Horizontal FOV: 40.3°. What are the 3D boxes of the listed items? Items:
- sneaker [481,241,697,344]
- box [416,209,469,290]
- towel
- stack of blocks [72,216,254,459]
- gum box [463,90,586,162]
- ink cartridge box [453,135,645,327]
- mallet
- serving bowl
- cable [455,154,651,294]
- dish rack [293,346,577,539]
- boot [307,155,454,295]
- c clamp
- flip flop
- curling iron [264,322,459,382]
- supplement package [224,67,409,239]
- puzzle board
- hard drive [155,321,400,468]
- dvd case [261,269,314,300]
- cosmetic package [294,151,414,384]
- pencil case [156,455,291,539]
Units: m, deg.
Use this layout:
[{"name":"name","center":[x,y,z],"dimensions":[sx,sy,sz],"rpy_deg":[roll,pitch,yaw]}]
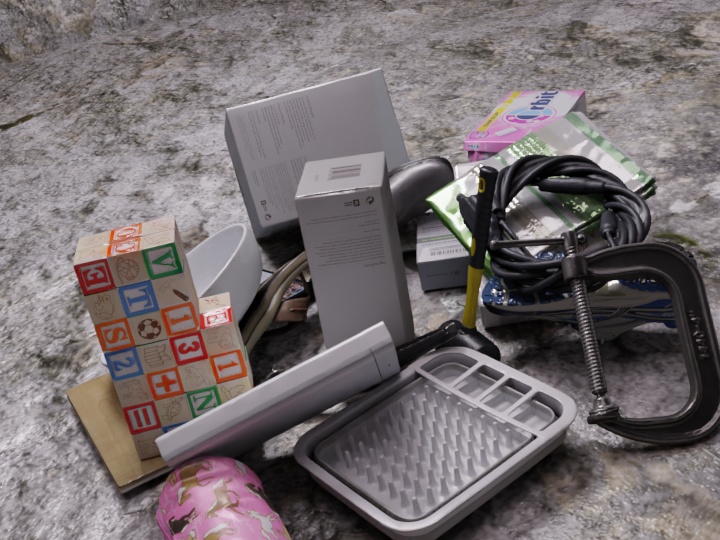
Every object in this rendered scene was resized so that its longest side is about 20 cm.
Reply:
[{"name":"sneaker","center":[0.214,0.034,0.924],"dimensions":[0.199,0.085,0.077],"rpy_deg":[-4,36,18]},{"name":"box","center":[0.145,-0.050,1.158],"dimensions":[0.155,0.041,0.200],"rpy_deg":[-7,29,7]},{"name":"towel","center":[0.187,-0.078,1.026],"dimensions":[0.199,0.031,0.149],"rpy_deg":[-31,49,-7]},{"name":"stack of blocks","center":[-0.166,0.058,0.868],"dimensions":[0.115,0.201,0.059],"rpy_deg":[-14,26,-4]},{"name":"gum box","center":[0.229,-0.182,1.349],"dimensions":[0.113,0.066,0.200],"rpy_deg":[5,32,28]},{"name":"ink cartridge box","center":[0.199,-0.044,1.038],"dimensions":[0.175,0.045,0.201],"rpy_deg":[-10,51,6]},{"name":"mallet","center":[0.111,0.007,0.897],"dimensions":[0.041,0.201,0.066],"rpy_deg":[-9,33,-30]},{"name":"serving bowl","center":[-0.171,0.043,1.002],"dimensions":[0.200,0.066,0.200],"rpy_deg":[-36,20,16]},{"name":"cable","center":[0.192,-0.044,0.934],"dimensions":[0.162,0.051,0.200],"rpy_deg":[-17,37,-13]},{"name":"dish rack","center":[0.063,0.145,0.814],"dimensions":[0.200,0.044,0.171],"rpy_deg":[-28,32,-29]},{"name":"boot","center":[0.030,-0.042,1.121],"dimensions":[0.200,0.070,0.132],"rpy_deg":[-31,32,13]},{"name":"c clamp","center":[0.214,0.053,0.821],"dimensions":[0.170,0.027,0.201],"rpy_deg":[-11,70,-5]},{"name":"flip flop","center":[-0.090,0.048,1.027],"dimensions":[0.081,0.058,0.200],"rpy_deg":[-34,18,45]},{"name":"curling iron","center":[-0.003,0.089,0.908],"dimensions":[0.199,0.050,0.026],"rpy_deg":[-20,15,11]},{"name":"supplement package","center":[-0.057,-0.144,1.250],"dimensions":[0.199,0.152,0.151],"rpy_deg":[-17,-1,-10]},{"name":"puzzle board","center":[-0.194,0.137,0.966],"dimensions":[0.150,0.017,0.200],"rpy_deg":[-22,29,-22]},{"name":"hard drive","center":[-0.061,0.111,0.821],"dimensions":[0.199,0.027,0.132],"rpy_deg":[-27,-15,-3]},{"name":"dvd case","center":[-0.167,0.030,1.144],"dimensions":[0.199,0.018,0.142],"rpy_deg":[14,32,40]},{"name":"cosmetic package","center":[0.000,0.000,0.942],"dimensions":[0.084,0.201,0.108],"rpy_deg":[-7,22,6]},{"name":"pencil case","center":[-0.091,0.215,0.704],"dimensions":[0.083,0.086,0.200],"rpy_deg":[-52,29,6]}]
